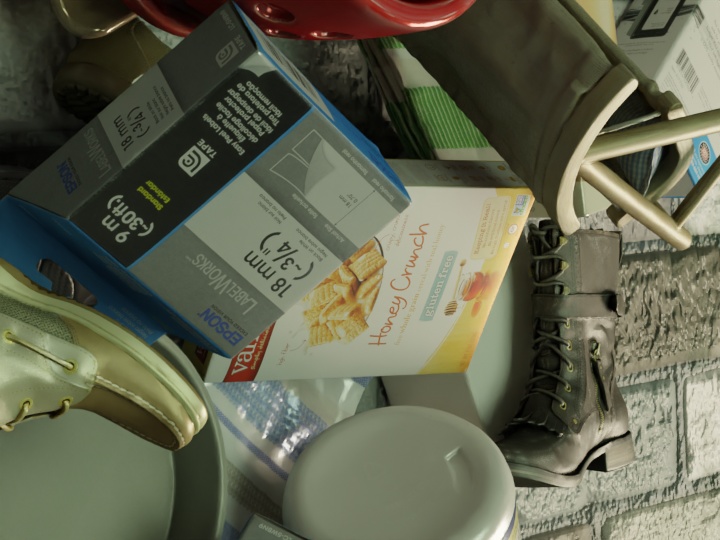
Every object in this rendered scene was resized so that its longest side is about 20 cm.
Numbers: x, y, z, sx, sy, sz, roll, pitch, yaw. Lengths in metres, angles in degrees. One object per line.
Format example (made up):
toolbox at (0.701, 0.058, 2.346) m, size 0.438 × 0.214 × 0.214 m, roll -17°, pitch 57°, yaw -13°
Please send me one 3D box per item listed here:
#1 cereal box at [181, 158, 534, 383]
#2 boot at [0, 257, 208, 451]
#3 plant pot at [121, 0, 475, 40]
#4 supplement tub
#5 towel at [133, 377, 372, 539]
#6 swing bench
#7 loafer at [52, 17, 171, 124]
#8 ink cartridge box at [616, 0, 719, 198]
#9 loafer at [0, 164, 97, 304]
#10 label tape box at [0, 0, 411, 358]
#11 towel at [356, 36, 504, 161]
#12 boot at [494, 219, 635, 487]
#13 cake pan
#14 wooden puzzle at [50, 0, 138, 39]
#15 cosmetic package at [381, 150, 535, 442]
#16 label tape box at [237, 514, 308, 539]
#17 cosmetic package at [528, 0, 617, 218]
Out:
cereal box at (0.000, 0.000, 1.463) m, size 0.200 × 0.040 × 0.144 m, roll -2°, pitch 125°, yaw -34°
boot at (-0.194, 0.082, 1.247) m, size 0.200 × 0.072 × 0.155 m, roll 31°, pitch 63°, yaw -9°
plant pot at (-0.042, -0.219, 1.294) m, size 0.200 × 0.182 × 0.201 m, roll 8°, pitch 80°, yaw -49°
supplement tub at (0.033, 0.199, 1.506) m, size 0.144 × 0.144 × 0.200 m, roll -54°, pitch 148°, yaw -37°
towel at (-0.063, 0.108, 1.506) m, size 0.147 × 0.024 × 0.200 m, roll 47°, pitch 56°, yaw -41°
swing bench at (0.127, -0.127, 1.488) m, size 0.200 × 0.199 × 0.130 m, roll 3°, pitch 131°, yaw -48°
loafer at (-0.096, -0.092, 1.419) m, size 0.200 × 0.076 × 0.068 m, roll 33°, pitch 71°, yaw -47°
ink cartridge box at (0.259, -0.165, 1.882) m, size 0.200 × 0.068 × 0.116 m, roll -57°, pitch 132°, yaw -35°
loafer at (-0.166, -0.017, 1.351) m, size 0.200 × 0.063 × 0.072 m, roll 16°, pitch 95°, yaw -41°
label tape box at (-0.094, -0.025, 1.275) m, size 0.200 × 0.063 × 0.144 m, roll -41°, pitch 129°, yaw 8°
towel at (0.051, -0.136, 1.577) m, size 0.152 × 0.023 × 0.200 m, roll -6°, pitch 64°, yaw -52°
boot at (0.126, 0.053, 1.594) m, size 0.200 × 0.069 × 0.174 m, roll -9°, pitch 96°, yaw -60°
cake pan at (-0.158, 0.123, 1.358) m, size 0.200 × 0.037 × 0.201 m, roll 6°, pitch 82°, yaw -48°
wooden puzzle at (-0.143, -0.253, 1.349) m, size 0.185 × 0.037 × 0.200 m, roll -40°, pitch 116°, yaw -45°
cosmetic package at (0.064, 0.025, 1.624) m, size 0.113 × 0.081 × 0.200 m, roll -39°, pitch 121°, yaw -45°
label tape box at (-0.091, 0.261, 1.371) m, size 0.200 × 0.063 × 0.144 m, roll -58°, pitch 170°, yaw -34°
cosmetic package at (0.124, -0.140, 1.681) m, size 0.071 × 0.105 × 0.200 m, roll -21°, pitch 105°, yaw -50°
